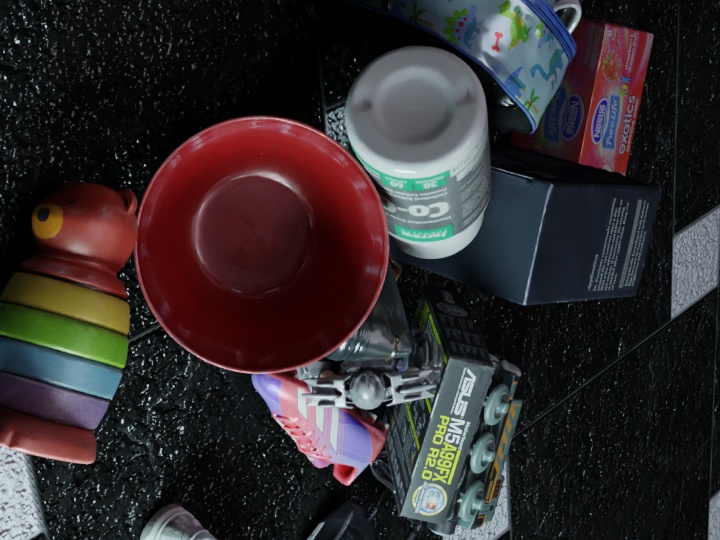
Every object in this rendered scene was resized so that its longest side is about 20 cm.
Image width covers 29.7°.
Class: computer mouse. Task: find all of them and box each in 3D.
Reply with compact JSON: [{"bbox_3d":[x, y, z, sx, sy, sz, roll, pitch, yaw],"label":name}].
[{"bbox_3d":[-0.009,0.285,1.387,0.201,0.046,0.141,-58,139,-21],"label":"computer mouse"}]

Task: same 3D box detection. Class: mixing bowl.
[{"bbox_3d":[-0.084,-0.024,1.103,0.198,0.108,0.202,-1,96,-9],"label":"mixing bowl"}]

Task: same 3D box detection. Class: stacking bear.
[{"bbox_3d":[-0.221,0.031,1.004,0.113,0.121,0.201,23,79,-48],"label":"stacking bear"}]

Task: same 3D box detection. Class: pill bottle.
[{"bbox_3d":[0.053,-0.090,1.132,0.114,0.113,0.200,-58,162,-15],"label":"pill bottle"}]

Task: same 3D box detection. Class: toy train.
[{"bbox_3d":[0.122,0.188,1.477,0.114,0.085,0.202,10,95,-62],"label":"toy train"}]

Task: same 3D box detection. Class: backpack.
[{"bbox_3d":[0.087,-0.219,1.168,0.148,0.200,0.183,-57,138,-3],"label":"backpack"}]

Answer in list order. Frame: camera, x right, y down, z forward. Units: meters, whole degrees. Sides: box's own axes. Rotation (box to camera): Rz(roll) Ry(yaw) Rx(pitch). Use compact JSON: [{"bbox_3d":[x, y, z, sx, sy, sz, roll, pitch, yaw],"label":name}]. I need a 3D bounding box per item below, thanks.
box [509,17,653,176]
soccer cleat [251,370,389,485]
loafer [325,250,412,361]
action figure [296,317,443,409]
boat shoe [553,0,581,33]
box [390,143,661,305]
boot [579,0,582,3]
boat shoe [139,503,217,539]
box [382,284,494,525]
[{"bbox_3d":[0.229,-0.165,1.445,0.099,0.095,0.202,-1,105,-47],"label":"box"},{"bbox_3d":[-0.043,0.145,1.282,0.200,0.066,0.077,37,81,-52],"label":"soccer cleat"},{"bbox_3d":[0.000,0.000,1.196,0.072,0.201,0.073,13,139,-21],"label":"loafer"},{"bbox_3d":[0.008,0.079,1.220,0.200,0.129,0.070,-76,173,-79],"label":"action figure"},{"bbox_3d":[0.131,-0.192,1.283,0.073,0.066,0.200,19,123,-30],"label":"boat shoe"},{"bbox_3d":[0.150,-0.051,1.320,0.199,0.196,0.118,-2,107,-48],"label":"box"},{"bbox_3d":[0.140,-0.332,1.318,0.188,0.068,0.201,-32,122,-22],"label":"boot"},{"bbox_3d":[-0.134,0.295,1.231,0.074,0.065,0.203,-42,132,-30],"label":"boat shoe"},{"bbox_3d":[0.069,0.121,1.285,0.044,0.200,0.161,14,106,-9],"label":"box"}]
